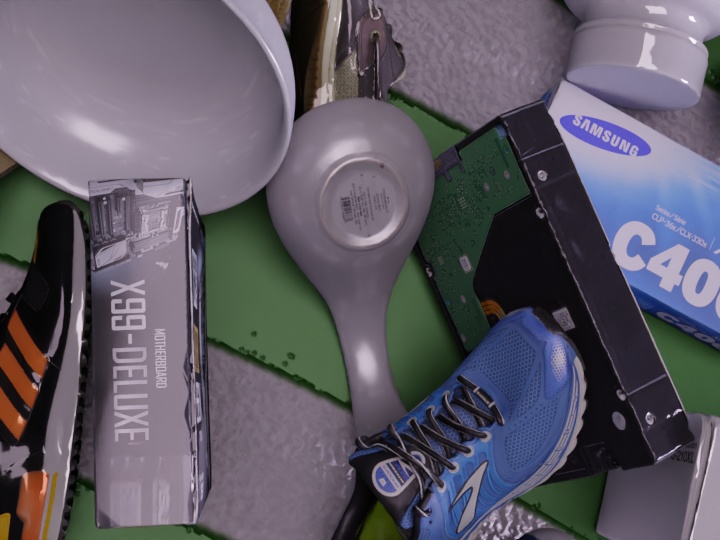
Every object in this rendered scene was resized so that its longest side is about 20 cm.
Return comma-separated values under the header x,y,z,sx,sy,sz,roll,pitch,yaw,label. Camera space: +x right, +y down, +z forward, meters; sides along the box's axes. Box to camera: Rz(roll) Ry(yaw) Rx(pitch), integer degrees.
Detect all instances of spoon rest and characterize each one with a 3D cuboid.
x,y,z,sx,sy,sz,roll,pitch,yaw,label
0.000,0.000,0.760,0.098,0.061,0.202,-9,107,-10,spoon rest

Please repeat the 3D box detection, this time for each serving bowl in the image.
x,y,z,sx,sy,sz,roll,pitch,yaw,label
-0.125,-0.120,0.705,0.198,0.201,0.066,21,51,-6,serving bowl

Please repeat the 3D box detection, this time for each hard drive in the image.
x,y,z,sx,sy,sz,roll,pitch,yaw,label
0.099,0.020,0.749,0.038,0.140,0.202,-23,86,-29,hard drive

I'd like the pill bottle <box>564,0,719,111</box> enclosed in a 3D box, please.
x,y,z,sx,sy,sz,roll,pitch,yaw,label
0.184,-0.206,0.798,0.110,0.111,0.202,13,83,-7,pill bottle

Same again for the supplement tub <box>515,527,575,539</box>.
x,y,z,sx,sy,sz,roll,pitch,yaw,label
0.059,0.249,0.722,0.198,0.144,0.146,-27,89,-10,supplement tub

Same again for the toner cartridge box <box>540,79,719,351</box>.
x,y,z,sx,sy,sz,roll,pitch,yaw,label
0.186,-0.027,0.817,0.198,0.043,0.096,27,80,-5,toner cartridge box

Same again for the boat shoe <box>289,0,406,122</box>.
x,y,z,sx,sy,sz,roll,pitch,yaw,label
-0.006,-0.120,0.785,0.065,0.072,0.204,3,94,-19,boat shoe

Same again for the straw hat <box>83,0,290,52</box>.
x,y,z,sx,sy,sz,roll,pitch,yaw,label
-0.138,-0.191,0.755,0.198,0.202,0.086,5,43,-8,straw hat

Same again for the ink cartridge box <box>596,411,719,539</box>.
x,y,z,sx,sy,sz,roll,pitch,yaw,label
0.255,0.146,0.760,0.198,0.145,0.085,17,84,-7,ink cartridge box

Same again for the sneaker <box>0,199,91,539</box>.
x,y,z,sx,sy,sz,roll,pitch,yaw,label
-0.199,0.058,0.737,0.089,0.070,0.203,5,86,-11,sneaker

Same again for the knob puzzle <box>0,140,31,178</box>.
x,y,z,sx,sy,sz,roll,pitch,yaw,label
-0.290,-0.088,0.700,0.220,0.220,0.030,46,122,-3,knob puzzle

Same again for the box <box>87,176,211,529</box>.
x,y,z,sx,sy,sz,roll,pitch,yaw,label
-0.106,0.044,0.687,0.049,0.200,0.160,-2,85,-5,box

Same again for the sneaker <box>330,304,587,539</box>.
x,y,z,sx,sy,sz,roll,pitch,yaw,label
0.049,0.105,0.717,0.079,0.089,0.201,45,115,31,sneaker
